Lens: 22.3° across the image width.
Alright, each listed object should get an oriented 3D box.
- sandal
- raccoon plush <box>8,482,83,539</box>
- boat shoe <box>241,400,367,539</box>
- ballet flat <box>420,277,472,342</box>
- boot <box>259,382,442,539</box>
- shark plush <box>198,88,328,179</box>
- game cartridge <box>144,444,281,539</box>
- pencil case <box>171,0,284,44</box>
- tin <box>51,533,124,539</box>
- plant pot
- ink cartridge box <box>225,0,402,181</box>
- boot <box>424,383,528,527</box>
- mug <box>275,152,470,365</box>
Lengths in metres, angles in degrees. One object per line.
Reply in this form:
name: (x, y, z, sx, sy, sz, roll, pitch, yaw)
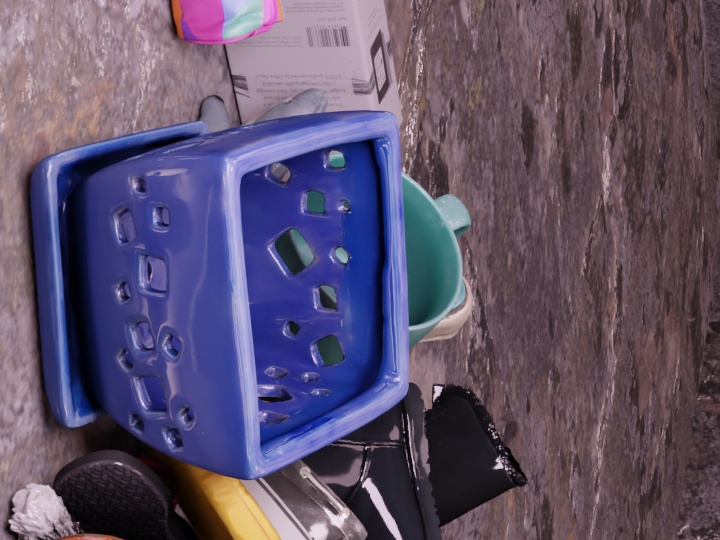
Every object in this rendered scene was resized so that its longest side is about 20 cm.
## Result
sandal: (-0.151, 0.152, 1.216, 0.200, 0.074, 0.045, 70, 21, -63)
raccoon plush: (-0.135, 0.221, 1.159, 0.200, 0.133, 0.097, 65, 34, -53)
boat shoe: (-0.073, 0.128, 1.270, 0.063, 0.200, 0.071, -35, 158, -14)
ballet flat: (-0.008, 0.041, 1.470, 0.069, 0.198, 0.070, 175, -90, -81)
boot: (-0.029, 0.175, 1.361, 0.076, 0.167, 0.202, 149, -61, -61)
shark plush: (-0.094, -0.061, 1.330, 0.200, 0.083, 0.091, -52, 125, -43)
game cartridge: (-0.072, 0.196, 1.239, 0.201, 0.032, 0.176, 59, -15, -6)
pencil case: (-0.100, -0.261, 1.291, 0.088, 0.088, 0.202, -49, 138, -61)
tin: (-0.163, 0.256, 1.124, 0.042, 0.111, 0.202, -114, -161, -70)
plant pot: (-0.093, 0.004, 1.161, 0.200, 0.179, 0.202, -23, 114, -57)
ink cartridge box: (-0.036, -0.153, 1.437, 0.067, 0.115, 0.201, -64, 150, -52)
boot: (0.059, 0.197, 1.474, 0.199, 0.162, 0.074, 59, 0, 41)
mug: (-0.003, 0.008, 1.380, 0.184, 0.114, 0.153, 13, 53, -29)
